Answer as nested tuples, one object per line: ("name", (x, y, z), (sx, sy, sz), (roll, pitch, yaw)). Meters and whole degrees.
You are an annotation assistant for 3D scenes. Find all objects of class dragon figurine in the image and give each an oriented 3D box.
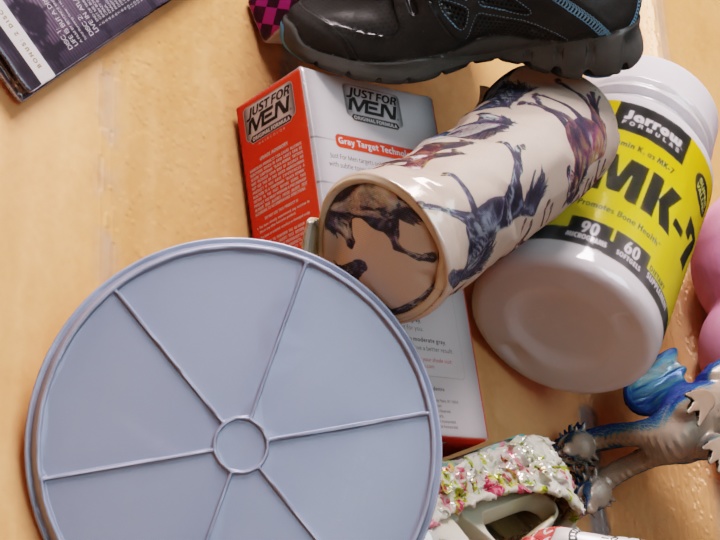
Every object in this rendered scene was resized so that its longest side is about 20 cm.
("dragon figurine", (0.196, 0.081, 1.047), (0.200, 0.099, 0.059), (-33, 102, -34))

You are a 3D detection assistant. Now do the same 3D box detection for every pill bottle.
("pill bottle", (0.149, -0.034, 1.059), (0.114, 0.114, 0.200), (43, 47, -19))

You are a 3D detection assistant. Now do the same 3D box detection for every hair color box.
("hair color box", (0.000, 0.000, 0.943), (0.101, 0.061, 0.201), (9, 66, -41))

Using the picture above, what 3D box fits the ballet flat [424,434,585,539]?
("ballet flat", (0.051, 0.133, 0.914), (0.199, 0.076, 0.064), (-16, 54, -45))

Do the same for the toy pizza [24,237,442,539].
("toy pizza", (-0.059, 0.084, 0.831), (0.199, 0.032, 0.201), (3, 79, -13))

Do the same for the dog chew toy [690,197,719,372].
("dog chew toy", (0.274, 0.041, 1.141), (0.124, 0.124, 0.201), (23, 65, -34))

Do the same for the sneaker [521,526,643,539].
("sneaker", (0.069, 0.192, 0.871), (0.067, 0.200, 0.108), (77, 3, -47))

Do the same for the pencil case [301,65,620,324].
("pencil case", (0.055, -0.044, 0.917), (0.200, 0.089, 0.078), (-35, 125, -48))

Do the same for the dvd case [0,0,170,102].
("dvd case", (-0.158, -0.194, 0.920), (0.149, 0.016, 0.200), (55, 44, -10))

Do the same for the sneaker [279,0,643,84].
("sneaker", (0.054, -0.149, 0.948), (0.073, 0.199, 0.082), (-104, -169, -64))

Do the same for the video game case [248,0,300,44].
("video game case", (0.063, -0.189, 0.989), (0.181, 0.200, 0.036), (-4, 66, -44))
